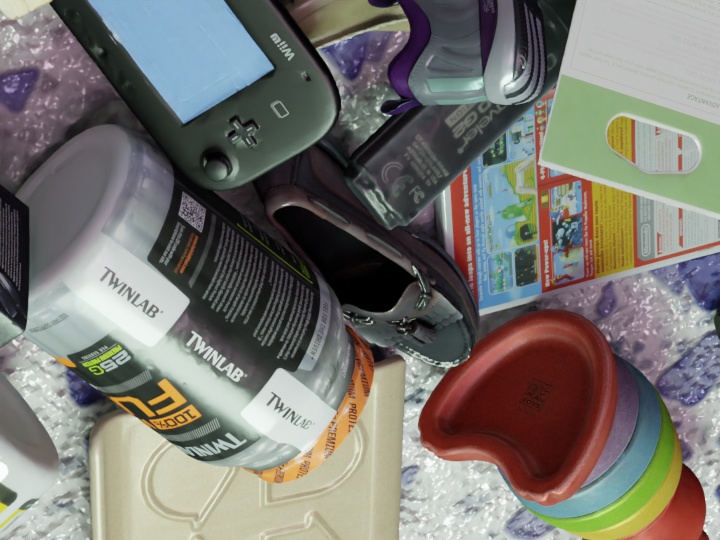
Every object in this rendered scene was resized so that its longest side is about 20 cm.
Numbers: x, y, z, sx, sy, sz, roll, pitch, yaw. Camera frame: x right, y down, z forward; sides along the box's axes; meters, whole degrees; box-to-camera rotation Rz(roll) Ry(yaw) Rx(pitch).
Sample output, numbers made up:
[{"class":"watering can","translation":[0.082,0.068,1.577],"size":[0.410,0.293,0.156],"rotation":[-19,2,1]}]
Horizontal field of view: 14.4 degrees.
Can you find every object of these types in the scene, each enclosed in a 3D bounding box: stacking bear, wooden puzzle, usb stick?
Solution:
[{"class":"stacking bear","translation":[0.143,0.118,1.710],"size":[0.114,0.121,0.200],"rotation":[-57,138,-11]},{"class":"wooden puzzle","translation":[-0.069,0.138,1.673],"size":[0.199,0.046,0.186],"rotation":[-13,126,-21]},{"class":"usb stick","translation":[0.074,-0.105,1.551],"size":[0.200,0.033,0.056],"rotation":[-44,123,-8]}]

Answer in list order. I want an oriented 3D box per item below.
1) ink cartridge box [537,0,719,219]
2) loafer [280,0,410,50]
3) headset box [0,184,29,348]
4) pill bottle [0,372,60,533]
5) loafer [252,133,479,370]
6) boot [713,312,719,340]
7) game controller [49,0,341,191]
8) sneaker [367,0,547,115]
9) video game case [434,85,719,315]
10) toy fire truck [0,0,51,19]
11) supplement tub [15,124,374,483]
[{"class":"ink cartridge box","translation":[0.165,-0.140,1.537],"size":[0.145,0.048,0.201],"rotation":[15,91,-31]},{"class":"loafer","translation":[0.012,-0.151,1.494],"size":[0.199,0.076,0.068],"rotation":[-29,122,-3]},{"class":"headset box","translation":[-0.294,-0.014,1.415],"size":[0.174,0.093,0.200],"rotation":[-30,130,22]},{"class":"pill bottle","translation":[-0.269,0.134,1.539],"size":[0.200,0.113,0.112],"rotation":[-41,128,7]},{"class":"loafer","translation":[0.000,0.000,1.588],"size":[0.072,0.063,0.200],"rotation":[-25,129,22]},{"class":"boot","translation":[0.316,0.072,1.774],"size":[0.138,0.078,0.200],"rotation":[-32,129,-7]},{"class":"game controller","translation":[-0.096,-0.134,1.431],"size":[0.104,0.042,0.200],"rotation":[-25,111,36]},{"class":"sneaker","translation":[0.040,-0.176,1.425],"size":[0.087,0.201,0.074],"rotation":[-8,159,16]},{"class":"video game case","translation":[0.138,-0.055,1.647],"size":[0.199,0.017,0.144],"rotation":[-15,126,-14]},{"class":"toy fire truck","translation":[-0.193,-0.161,1.379],"size":[0.140,0.049,0.200],"rotation":[13,130,-17]},{"class":"supplement tub","translation":[-0.093,0.023,1.523],"size":[0.200,0.123,0.123],"rotation":[38,102,-29]}]
